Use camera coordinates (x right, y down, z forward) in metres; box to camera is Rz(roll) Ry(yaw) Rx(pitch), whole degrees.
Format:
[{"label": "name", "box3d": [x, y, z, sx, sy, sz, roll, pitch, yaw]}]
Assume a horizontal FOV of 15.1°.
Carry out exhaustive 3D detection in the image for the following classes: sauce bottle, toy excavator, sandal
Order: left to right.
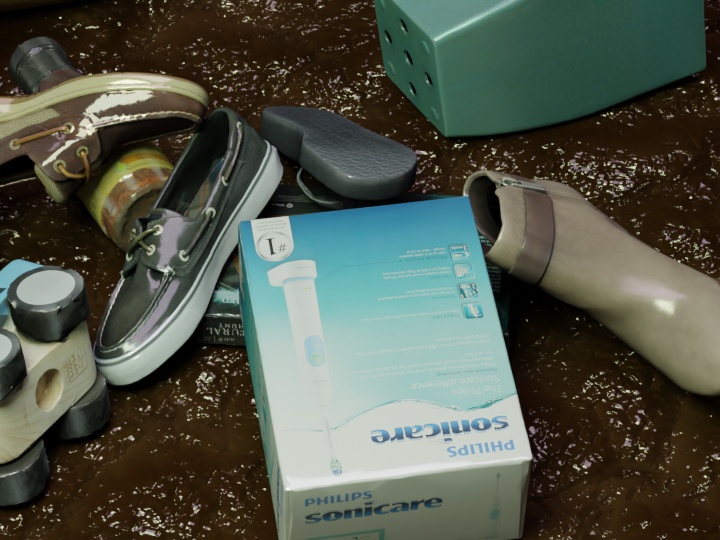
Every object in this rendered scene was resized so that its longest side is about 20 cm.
[{"label": "toy excavator", "box3d": [-0.243, 0.032, 1.669, 0.199, 0.100, 0.195, 14, 41, 29]}, {"label": "sauce bottle", "box3d": [-0.180, -0.090, 1.820, 0.066, 0.066, 0.200, -21, 47, -22]}, {"label": "sandal", "box3d": [-0.014, -0.069, 1.780, 0.075, 0.043, 0.200, 3, 13, -15]}]

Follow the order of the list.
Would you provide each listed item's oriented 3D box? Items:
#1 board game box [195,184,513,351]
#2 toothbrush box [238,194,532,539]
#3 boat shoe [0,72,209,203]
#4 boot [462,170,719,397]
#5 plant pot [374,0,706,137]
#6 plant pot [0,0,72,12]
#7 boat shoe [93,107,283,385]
[{"label": "board game box", "box3d": [0.000, 0.000, 1.743, 0.198, 0.028, 0.136, 4, 41, 4]}, {"label": "toothbrush box", "box3d": [0.011, 0.064, 1.604, 0.145, 0.086, 0.201, -7, 51, -7]}, {"label": "boat shoe", "box3d": [-0.192, -0.077, 1.735, 0.198, 0.072, 0.073, -8, 74, 4]}, {"label": "boot", "box3d": [0.142, 0.005, 1.664, 0.145, 0.071, 0.200, 21, 15, -24]}, {"label": "plant pot", "box3d": [0.117, -0.187, 1.878, 0.199, 0.142, 0.141, -26, 46, -17]}, {"label": "plant pot", "box3d": [-0.263, -0.260, 1.954, 0.198, 0.187, 0.187, 8, 39, -14]}, {"label": "boat shoe", "box3d": [-0.119, -0.017, 1.710, 0.068, 0.057, 0.201, -2, 46, 43]}]
